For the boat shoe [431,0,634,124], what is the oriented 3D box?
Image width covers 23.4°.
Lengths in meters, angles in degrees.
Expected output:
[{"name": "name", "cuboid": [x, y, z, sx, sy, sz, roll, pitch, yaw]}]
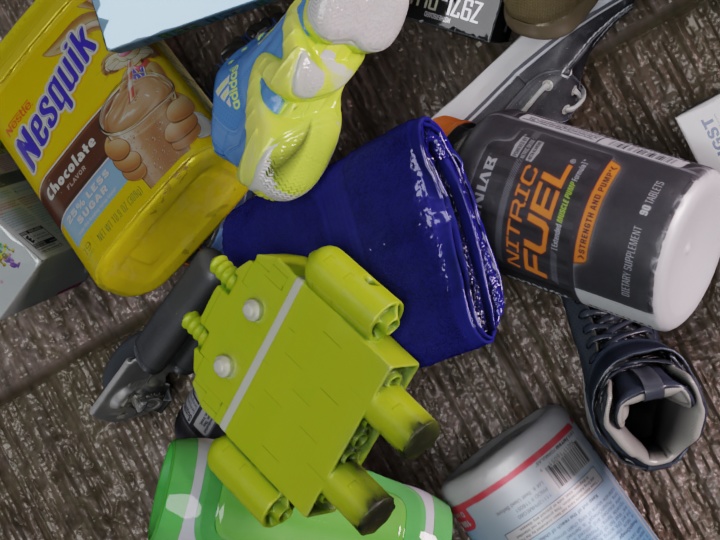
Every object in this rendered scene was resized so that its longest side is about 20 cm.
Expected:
[{"name": "boat shoe", "cuboid": [0.126, -0.128, 1.212, 0.200, 0.072, 0.068, -41, 85, 17]}]

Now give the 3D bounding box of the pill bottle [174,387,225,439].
[{"name": "pill bottle", "cuboid": [-0.067, 0.093, 1.269, 0.106, 0.106, 0.201, 32, 104, 7]}]

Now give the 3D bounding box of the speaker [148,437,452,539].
[{"name": "speaker", "cuboid": [-0.041, 0.174, 1.198, 0.199, 0.088, 0.089, 15, 101, -10]}]

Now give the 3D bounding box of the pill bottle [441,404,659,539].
[{"name": "pill bottle", "cuboid": [0.155, 0.204, 1.231, 0.109, 0.109, 0.200, -36, 88, 15]}]

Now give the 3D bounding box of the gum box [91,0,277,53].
[{"name": "gum box", "cuboid": [-0.098, -0.257, 1.158, 0.199, 0.045, 0.171, -18, 93, 7]}]

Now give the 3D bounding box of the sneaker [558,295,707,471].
[{"name": "sneaker", "cuboid": [0.178, 0.037, 1.179, 0.076, 0.146, 0.204, -15, 96, 1]}]

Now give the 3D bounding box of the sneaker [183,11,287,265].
[{"name": "sneaker", "cuboid": [-0.076, -0.094, 1.267, 0.075, 0.078, 0.201, 27, 95, 40]}]

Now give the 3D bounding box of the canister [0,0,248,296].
[{"name": "canister", "cuboid": [-0.176, -0.099, 1.235, 0.149, 0.086, 0.200, -47, 58, 14]}]

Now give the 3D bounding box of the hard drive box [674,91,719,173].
[{"name": "hard drive box", "cuboid": [0.335, -0.082, 1.167, 0.199, 0.077, 0.157, -28, 90, 15]}]

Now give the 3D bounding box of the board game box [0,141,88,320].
[{"name": "board game box", "cuboid": [-0.293, -0.061, 1.280, 0.200, 0.148, 0.064, 40, 107, 5]}]

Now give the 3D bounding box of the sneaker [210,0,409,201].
[{"name": "sneaker", "cuboid": [-0.042, -0.148, 1.122, 0.105, 0.076, 0.201, 25, 87, 45]}]

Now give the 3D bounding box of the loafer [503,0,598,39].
[{"name": "loafer", "cuboid": [0.157, -0.243, 1.150, 0.076, 0.068, 0.201, 20, 68, 24]}]

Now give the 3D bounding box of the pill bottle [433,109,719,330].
[{"name": "pill bottle", "cuboid": [0.127, -0.041, 1.128, 0.199, 0.106, 0.107, 20, 102, 29]}]

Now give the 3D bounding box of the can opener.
[{"name": "can opener", "cuboid": [-0.143, 0.042, 1.272, 0.200, 0.053, 0.067, -52, 49, 37]}]

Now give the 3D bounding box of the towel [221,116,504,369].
[{"name": "towel", "cuboid": [0.000, 0.000, 1.132, 0.199, 0.049, 0.149, -22, 80, 41]}]

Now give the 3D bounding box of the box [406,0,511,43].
[{"name": "box", "cuboid": [0.027, -0.263, 1.208, 0.199, 0.086, 0.165, 17, 101, 10]}]

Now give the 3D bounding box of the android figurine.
[{"name": "android figurine", "cuboid": [-0.040, 0.070, 1.111, 0.200, 0.041, 0.183, 43, 117, 28]}]
